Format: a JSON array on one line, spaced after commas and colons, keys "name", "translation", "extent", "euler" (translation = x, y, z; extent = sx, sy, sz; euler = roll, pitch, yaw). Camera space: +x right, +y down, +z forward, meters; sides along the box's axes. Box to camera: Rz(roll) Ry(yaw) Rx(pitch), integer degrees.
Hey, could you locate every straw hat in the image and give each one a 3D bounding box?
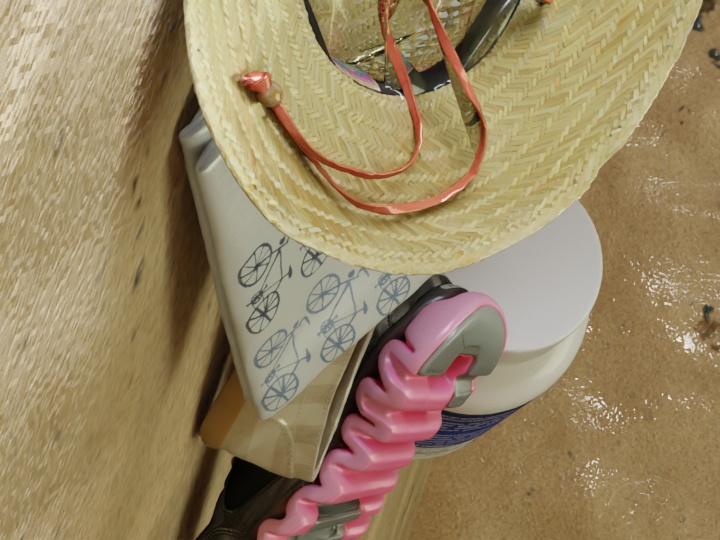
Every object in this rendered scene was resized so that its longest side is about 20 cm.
[{"name": "straw hat", "translation": [0.010, -0.106, 0.825], "extent": [0.085, 0.201, 0.201], "euler": [27, -78, 59]}]

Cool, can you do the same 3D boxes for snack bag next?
[{"name": "snack bag", "translation": [0.019, -0.054, 0.956], "extent": [0.200, 0.021, 0.189], "euler": [-42, 153, -19]}]

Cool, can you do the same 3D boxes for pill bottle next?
[{"name": "pill bottle", "translation": [0.046, 0.019, 1.279], "extent": [0.200, 0.119, 0.120], "euler": [134, -23, -71]}]

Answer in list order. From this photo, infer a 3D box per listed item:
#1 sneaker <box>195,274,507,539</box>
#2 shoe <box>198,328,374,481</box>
[{"name": "sneaker", "translation": [-0.022, 0.064, 1.177], "extent": [0.200, 0.095, 0.079], "euler": [-51, 156, 18]}, {"name": "shoe", "translation": [0.000, 0.000, 1.093], "extent": [0.200, 0.053, 0.070], "euler": [-61, 169, 17]}]
